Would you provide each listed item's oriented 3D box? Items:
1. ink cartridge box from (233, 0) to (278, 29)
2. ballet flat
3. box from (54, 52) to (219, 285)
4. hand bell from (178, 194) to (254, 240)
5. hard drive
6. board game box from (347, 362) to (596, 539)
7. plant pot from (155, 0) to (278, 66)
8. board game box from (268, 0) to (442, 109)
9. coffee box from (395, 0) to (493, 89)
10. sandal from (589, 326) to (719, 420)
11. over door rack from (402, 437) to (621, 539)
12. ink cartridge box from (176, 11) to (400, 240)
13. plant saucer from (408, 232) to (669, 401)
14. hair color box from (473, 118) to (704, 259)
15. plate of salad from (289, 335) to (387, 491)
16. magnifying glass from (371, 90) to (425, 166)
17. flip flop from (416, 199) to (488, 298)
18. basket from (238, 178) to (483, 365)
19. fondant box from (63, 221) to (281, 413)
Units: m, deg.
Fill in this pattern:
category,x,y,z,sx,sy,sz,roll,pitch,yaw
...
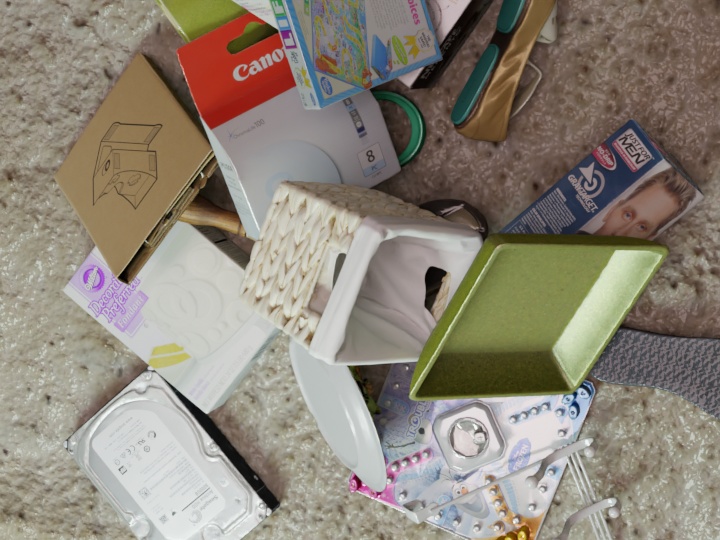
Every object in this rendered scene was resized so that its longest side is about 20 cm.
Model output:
category,x,y,z,sx,sy,sz,roll,pitch,yaw
ink cartridge box,-0.070,-0.288,1.505,0.200,0.067,0.116,29,81,-27
ballet flat,0.152,-0.216,1.610,0.063,0.069,0.200,20,105,-18
box,-0.224,-0.103,1.662,0.164,0.021,0.200,-52,43,13
hand bell,-0.120,-0.048,1.655,0.200,0.104,0.104,19,101,5
hard drive,-0.199,0.213,1.750,0.140,0.038,0.200,-40,87,15
board game box,0.107,0.168,1.677,0.200,0.026,0.200,22,102,10
plant pot,-0.109,-0.309,1.608,0.200,0.187,0.187,-36,87,-2
board game box,-0.017,-0.258,1.477,0.134,0.034,0.200,-24,105,-23
coffee box,0.083,-0.274,1.585,0.080,0.113,0.200,37,103,7
sandal,0.318,0.094,1.615,0.200,0.043,0.076,18,93,21
over door rack,0.161,0.266,1.628,0.200,0.067,0.148,-21,101,4
ink cartridge box,-0.064,-0.147,1.569,0.160,0.047,0.200,-29,117,-19
plant saucer,0.154,0.033,1.537,0.048,0.200,0.200,61,137,37
hair color box,0.215,-0.042,1.581,0.200,0.100,0.061,-42,53,15
plate of salad,-0.016,0.120,1.629,0.048,0.200,0.200,-24,91,-15
magnifying glass,-0.034,-0.137,1.676,0.200,0.022,0.080,-1,93,16
flip flop,0.053,0.003,1.657,0.081,0.058,0.200,49,121,16
basket,0.000,0.000,1.529,0.123,0.200,0.136,28,103,30
fondant box,-0.182,0.027,1.713,0.200,0.058,0.144,40,103,7
